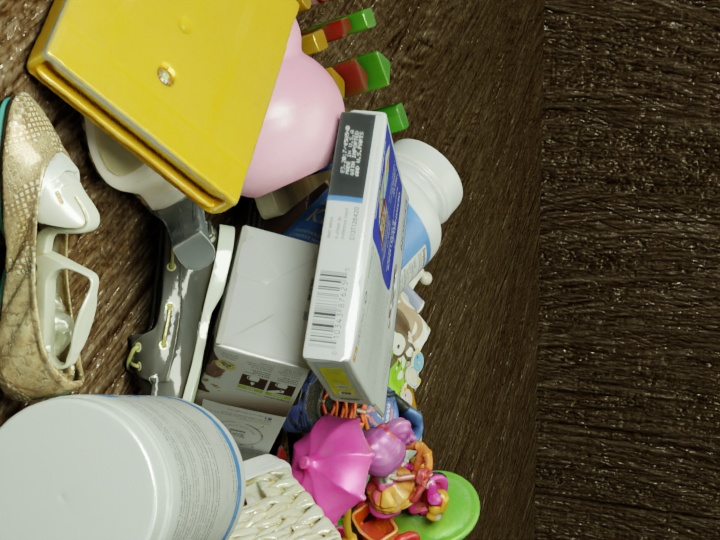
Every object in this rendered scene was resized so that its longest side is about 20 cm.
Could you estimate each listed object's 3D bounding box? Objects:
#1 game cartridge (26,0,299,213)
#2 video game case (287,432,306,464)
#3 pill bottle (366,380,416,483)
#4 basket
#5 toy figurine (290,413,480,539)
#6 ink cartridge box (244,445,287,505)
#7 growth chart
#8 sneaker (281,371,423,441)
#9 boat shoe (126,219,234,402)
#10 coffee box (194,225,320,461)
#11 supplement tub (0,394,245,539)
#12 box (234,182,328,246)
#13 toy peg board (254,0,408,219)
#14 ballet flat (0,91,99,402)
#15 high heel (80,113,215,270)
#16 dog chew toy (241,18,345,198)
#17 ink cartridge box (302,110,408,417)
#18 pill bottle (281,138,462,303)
[{"bbox_3d":[-0.132,-0.166,1.268,0.176,0.032,0.201,39,46,-29],"label":"game cartridge"},{"bbox_3d":[-0.054,0.168,1.766,0.182,0.023,0.201,-116,-160,-67],"label":"video game case"},{"bbox_3d":[0.001,0.140,1.840,0.111,0.111,0.201,69,8,-62],"label":"pill bottle"},{"bbox_3d":[-0.091,0.276,1.489,0.123,0.135,0.201,38,-41,50],"label":"basket"},{"bbox_3d":[0.011,0.192,1.576,0.200,0.150,0.184,-31,141,-17],"label":"toy figurine"},{"bbox_3d":[-0.100,0.260,1.679,0.200,0.067,0.116,81,19,-47],"label":"ink cartridge box"},{"bbox_3d":[0.023,0.062,1.769,0.145,0.018,0.201,36,55,-42],"label":"growth chart"},{"bbox_3d":[-0.006,0.120,1.624,0.200,0.078,0.076,17,84,-60],"label":"sneaker"},{"bbox_3d":[-0.150,0.056,1.414,0.072,0.060,0.202,142,-38,-74],"label":"boat shoe"},{"bbox_3d":[-0.089,0.067,1.482,0.200,0.079,0.113,116,-13,-57],"label":"coffee box"},{"bbox_3d":[-0.164,0.150,1.232,0.200,0.131,0.133,22,73,-77],"label":"supplement tub"},{"bbox_3d":[-0.054,-0.022,1.729,0.200,0.075,0.101,47,49,-69],"label":"box"},{"bbox_3d":[-0.044,-0.171,1.552,0.199,0.097,0.201,-46,118,-69],"label":"toy peg board"},{"bbox_3d":[-0.198,-0.014,1.166,0.071,0.065,0.201,-39,133,-71],"label":"ballet flat"},{"bbox_3d":[-0.166,-0.109,1.341,0.143,0.071,0.201,-115,-178,-58],"label":"high heel"},{"bbox_3d":[-0.093,-0.161,1.409,0.201,0.124,0.125,66,17,-4],"label":"dog chew toy"},{"bbox_3d":[0.000,0.000,1.439,0.200,0.047,0.199,74,22,-73],"label":"ink cartridge box"},{"bbox_3d":[0.001,-0.025,1.593,0.200,0.112,0.112,-48,148,-30],"label":"pill bottle"}]
